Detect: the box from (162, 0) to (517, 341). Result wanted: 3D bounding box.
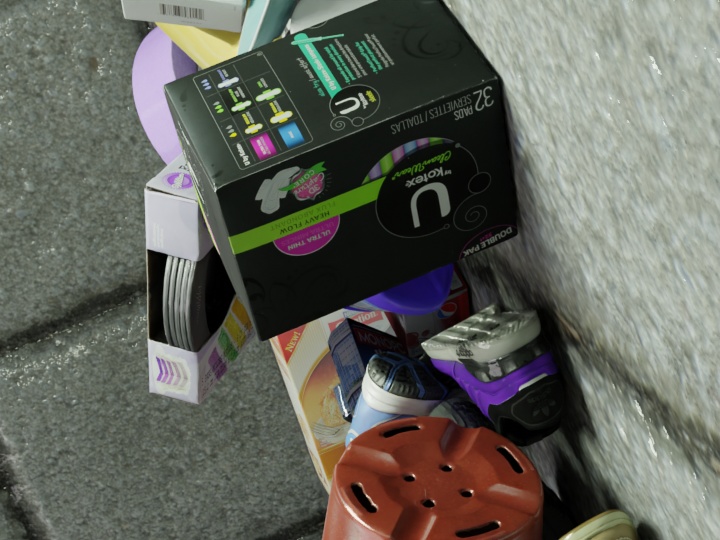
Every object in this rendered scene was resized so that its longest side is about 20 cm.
[{"bbox_3d":[-0.012,-0.074,1.123,0.149,0.198,0.125,76,168,-45],"label":"box"}]

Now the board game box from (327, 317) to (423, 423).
[{"bbox_3d":[0.044,0.121,1.451,0.199,0.062,0.201,24,-144,-47],"label":"board game box"}]

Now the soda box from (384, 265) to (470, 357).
[{"bbox_3d":[0.029,-0.024,1.455,0.070,0.063,0.201,80,166,-52],"label":"soda box"}]

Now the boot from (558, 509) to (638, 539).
[{"bbox_3d":[0.192,0.265,1.136,0.201,0.071,0.155,73,171,-55],"label":"boot"}]

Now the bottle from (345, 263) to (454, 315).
[{"bbox_3d":[0.000,0.000,1.343,0.200,0.083,0.066,1,79,65],"label":"bottle"}]

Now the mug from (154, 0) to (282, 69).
[{"bbox_3d":[-0.112,-0.223,1.499,0.154,0.185,0.150,53,144,28],"label":"mug"}]

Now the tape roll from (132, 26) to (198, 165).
[{"bbox_3d":[-0.129,-0.171,1.646,0.065,0.199,0.202,-29,81,39],"label":"tape roll"}]

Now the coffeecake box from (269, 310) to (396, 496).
[{"bbox_3d":[0.008,0.104,1.601,0.073,0.152,0.202,-132,21,-63],"label":"coffeecake box"}]

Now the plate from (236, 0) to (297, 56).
[{"bbox_3d":[-0.052,-0.243,1.239,0.200,0.025,0.202,-162,90,-79],"label":"plate"}]

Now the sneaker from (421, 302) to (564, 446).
[{"bbox_3d":[0.105,0.084,1.238,0.100,0.069,0.200,62,174,-4],"label":"sneaker"}]

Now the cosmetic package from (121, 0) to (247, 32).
[{"bbox_3d":[-0.135,-0.309,1.360,0.085,0.106,0.203,121,156,-80],"label":"cosmetic package"}]

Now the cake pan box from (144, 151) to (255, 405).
[{"bbox_3d":[-0.109,-0.020,1.302,0.200,0.052,0.186,-52,-31,-55],"label":"cake pan box"}]

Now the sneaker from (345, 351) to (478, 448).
[{"bbox_3d":[0.054,0.112,1.321,0.076,0.078,0.199,38,-163,34],"label":"sneaker"}]

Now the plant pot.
[{"bbox_3d":[0.048,0.226,1.184,0.201,0.198,0.197,-124,31,-53],"label":"plant pot"}]

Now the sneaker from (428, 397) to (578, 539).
[{"bbox_3d":[0.099,0.179,1.283,0.200,0.090,0.076,51,-179,-36],"label":"sneaker"}]

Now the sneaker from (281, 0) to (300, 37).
[{"bbox_3d":[-0.034,-0.210,1.371,0.091,0.066,0.202,-131,23,-72],"label":"sneaker"}]

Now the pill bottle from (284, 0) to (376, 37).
[{"bbox_3d":[-0.006,-0.128,1.262,0.201,0.108,0.110,82,163,-61],"label":"pill bottle"}]
